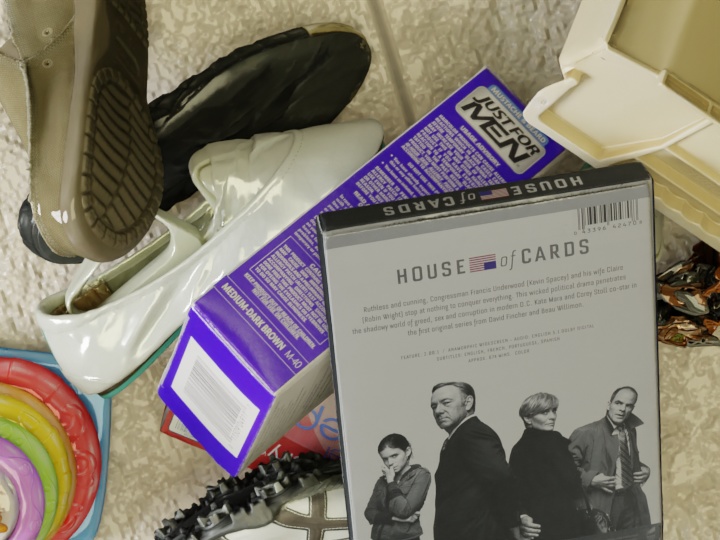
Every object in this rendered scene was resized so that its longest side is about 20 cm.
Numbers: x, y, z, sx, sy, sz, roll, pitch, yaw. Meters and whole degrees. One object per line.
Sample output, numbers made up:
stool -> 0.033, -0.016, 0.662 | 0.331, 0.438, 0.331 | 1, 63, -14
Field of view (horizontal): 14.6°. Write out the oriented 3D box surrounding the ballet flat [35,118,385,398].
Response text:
ballet flat -> -0.078, -0.020, 1.373 | 0.200, 0.069, 0.069 | -40, 97, 6

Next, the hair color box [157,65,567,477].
hair color box -> 0.000, 0.000, 1.342 | 0.200, 0.109, 0.065 | -38, 79, -26

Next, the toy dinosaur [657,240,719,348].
toy dinosaur -> 0.225, -0.038, 1.412 | 0.200, 0.102, 0.136 | -33, 113, -20

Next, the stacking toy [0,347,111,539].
stacking toy -> -0.183, 0.106, 1.351 | 0.115, 0.200, 0.110 | 6, 98, -3

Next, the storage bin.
storage bin -> 0.192, -0.120, 1.278 | 0.198, 0.094, 0.201 | 31, 67, -22

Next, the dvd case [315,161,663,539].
dvd case -> 0.062, 0.052, 1.276 | 0.149, 0.025, 0.201 | -9, 121, -6

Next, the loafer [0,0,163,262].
loafer -> -0.139, -0.077, 1.351 | 0.067, 0.201, 0.076 | -20, 132, 18

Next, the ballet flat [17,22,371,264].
ballet flat -> -0.086, -0.071, 1.407 | 0.199, 0.057, 0.067 | -30, 123, -3

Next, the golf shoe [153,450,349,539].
golf shoe -> -0.011, 0.128, 1.354 | 0.199, 0.078, 0.095 | -23, 101, 7

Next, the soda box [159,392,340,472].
soda box -> 0.002, 0.083, 1.418 | 0.199, 0.070, 0.064 | 23, 99, -4

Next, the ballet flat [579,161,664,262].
ballet flat -> 0.106, -0.008, 1.366 | 0.072, 0.072, 0.200 | 49, 58, -7
